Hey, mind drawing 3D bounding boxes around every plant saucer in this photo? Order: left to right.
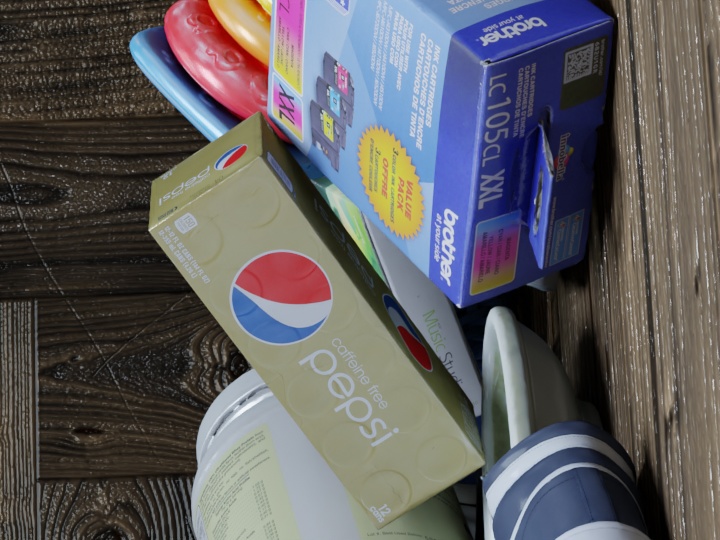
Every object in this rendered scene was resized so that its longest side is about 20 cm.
[{"bbox_3d":[0.088,0.117,1.159,0.200,0.050,0.202,179,90,-88],"label":"plant saucer"}]

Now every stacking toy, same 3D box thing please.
[{"bbox_3d":[-0.015,-0.151,1.232,0.200,0.110,0.116,-53,-21,22],"label":"stacking toy"}]

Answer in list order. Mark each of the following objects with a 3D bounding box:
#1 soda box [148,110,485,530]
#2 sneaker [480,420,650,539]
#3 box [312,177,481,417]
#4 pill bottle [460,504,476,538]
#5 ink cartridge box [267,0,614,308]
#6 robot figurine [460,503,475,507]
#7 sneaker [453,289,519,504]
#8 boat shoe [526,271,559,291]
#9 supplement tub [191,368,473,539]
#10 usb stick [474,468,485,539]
[{"bbox_3d":[-0.020,0.026,1.204,0.200,0.068,0.064,54,-169,-21],"label":"soda box"},{"bbox_3d":[0.083,0.155,1.019,0.109,0.070,0.201,-102,16,-52],"label":"sneaker"},{"bbox_3d":[0.000,0.000,1.416,0.200,0.036,0.145,28,143,64],"label":"box"},{"bbox_3d":[0.054,0.250,1.488,0.112,0.111,0.201,-94,3,-55],"label":"pill bottle"},{"bbox_3d":[0.041,-0.080,1.108,0.200,0.076,0.137,43,143,39],"label":"ink cartridge box"},{"bbox_3d":[0.035,0.108,1.618,0.124,0.150,0.201,1,106,45],"label":"robot figurine"},{"bbox_3d":[0.063,0.037,1.470,0.201,0.076,0.112,-84,-14,-48],"label":"sneaker"},{"bbox_3d":[0.080,-0.029,1.254,0.200,0.072,0.062,-138,70,-83],"label":"boat shoe"},{"bbox_3d":[-0.012,0.153,1.326,0.200,0.144,0.146,-111,16,-51],"label":"supplement tub"},{"bbox_3d":[0.087,0.187,1.355,0.033,0.055,0.201,-35,-43,-40],"label":"usb stick"}]
